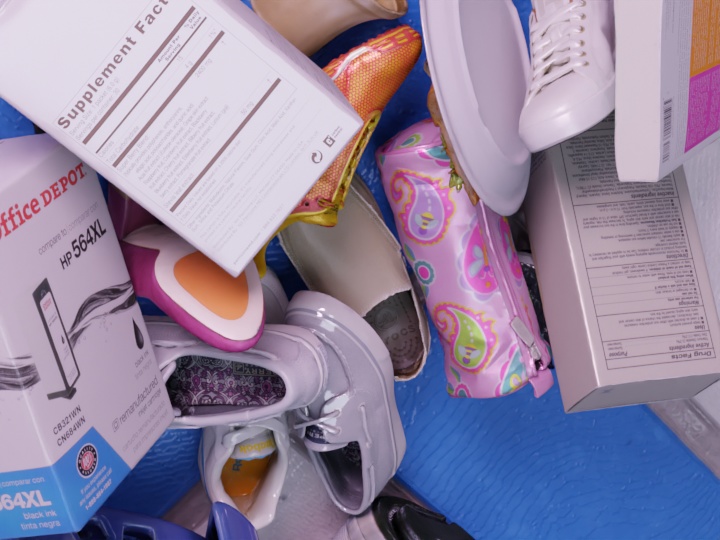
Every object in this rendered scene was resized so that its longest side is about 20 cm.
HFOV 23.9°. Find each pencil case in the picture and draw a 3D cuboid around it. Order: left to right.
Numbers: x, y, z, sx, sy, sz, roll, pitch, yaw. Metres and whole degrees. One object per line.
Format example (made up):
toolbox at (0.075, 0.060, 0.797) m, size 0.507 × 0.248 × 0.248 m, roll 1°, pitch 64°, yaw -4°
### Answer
pencil case at (0.075, -0.007, 1.178) m, size 0.087 × 0.087 × 0.202 m, roll -21°, pitch 104°, yaw -8°

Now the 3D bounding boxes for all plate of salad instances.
plate of salad at (0.068, -0.133, 1.091) m, size 0.048 × 0.201 × 0.201 m, roll -11°, pitch 126°, yaw 23°

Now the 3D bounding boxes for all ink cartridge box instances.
ink cartridge box at (-0.200, 0.036, 1.010) m, size 0.083 × 0.146 × 0.202 m, roll -7°, pitch 111°, yaw 23°

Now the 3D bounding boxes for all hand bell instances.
hand bell at (-0.073, -0.134, 1.099) m, size 0.104 × 0.105 × 0.200 m, roll 34°, pitch 113°, yaw -30°

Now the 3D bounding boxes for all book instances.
book at (0.209, -0.140, 1.110) m, size 0.047 × 0.200 × 0.135 m, roll 4°, pitch 103°, yaw 23°

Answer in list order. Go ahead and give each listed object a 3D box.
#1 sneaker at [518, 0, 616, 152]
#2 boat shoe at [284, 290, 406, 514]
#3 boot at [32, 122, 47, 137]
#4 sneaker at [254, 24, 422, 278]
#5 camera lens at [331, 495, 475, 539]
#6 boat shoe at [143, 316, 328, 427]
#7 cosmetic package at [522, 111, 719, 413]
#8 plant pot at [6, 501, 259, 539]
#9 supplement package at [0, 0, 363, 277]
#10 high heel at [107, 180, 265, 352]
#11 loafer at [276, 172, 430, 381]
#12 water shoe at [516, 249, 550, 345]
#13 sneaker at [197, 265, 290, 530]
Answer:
sneaker at (0.129, -0.144, 1.105) m, size 0.072 × 0.200 × 0.085 m, roll -25°, pitch 108°, yaw 26°
boat shoe at (-0.019, 0.098, 1.197) m, size 0.071 × 0.069 × 0.201 m, roll 14°, pitch 143°, yaw 20°
boot at (-0.148, -0.149, 1.061) m, size 0.129 × 0.068 × 0.202 m, roll -9°, pitch 117°, yaw -12°
sneaker at (-0.023, -0.075, 1.105) m, size 0.077 × 0.073 × 0.200 m, roll 45°, pitch 105°, yaw 9°
camera lens at (0.014, 0.287, 1.293) m, size 0.159 × 0.160 × 0.201 m, roll 31°, pitch 104°, yaw -30°
boat shoe at (-0.121, 0.075, 1.129) m, size 0.198 × 0.068 × 0.073 m, roll 4°, pitch 102°, yaw 20°
cosmetic package at (0.177, -0.011, 1.177) m, size 0.102 × 0.073 × 0.203 m, roll -4°, pitch 73°, yaw -15°
plant pot at (-0.150, 0.284, 1.179) m, size 0.178 × 0.202 × 0.201 m, roll -5°, pitch 144°, yaw -16°
supplement package at (-0.117, -0.115, 0.980) m, size 0.199 × 0.121 × 0.120 m, roll 38°, pitch 98°, yaw -21°
high heel at (-0.116, 0.017, 1.082) m, size 0.067 × 0.200 × 0.097 m, roll -19°, pitch 130°, yaw -30°
loafer at (0.000, 0.000, 1.192) m, size 0.075 × 0.068 × 0.201 m, roll -35°, pitch 122°, yaw 1°
water shoe at (0.164, 0.023, 1.264) m, size 0.197 × 0.079 × 0.072 m, roll 13°, pitch 111°, yaw 3°
sneaker at (-0.078, 0.087, 1.203) m, size 0.076 × 0.081 × 0.202 m, roll -7°, pitch 117°, yaw -14°
